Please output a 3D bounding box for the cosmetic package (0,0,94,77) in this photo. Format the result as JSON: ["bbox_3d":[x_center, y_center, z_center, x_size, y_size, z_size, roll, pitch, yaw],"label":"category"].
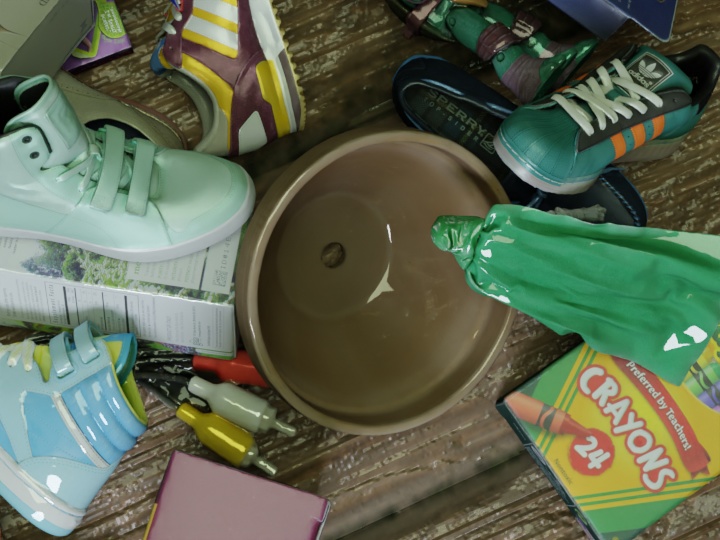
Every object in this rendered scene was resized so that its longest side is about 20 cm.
[{"bbox_3d":[-0.281,-0.190,1.345,0.199,0.073,0.104,29,63,10],"label":"cosmetic package"}]

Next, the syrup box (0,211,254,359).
[{"bbox_3d":[-0.173,-0.007,1.366,0.198,0.082,0.079,8,62,2],"label":"syrup box"}]

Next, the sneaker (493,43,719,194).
[{"bbox_3d":[0.164,-0.109,1.360,0.071,0.080,0.199,47,39,19],"label":"sneaker"}]

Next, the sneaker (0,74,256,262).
[{"bbox_3d":[-0.162,-0.067,1.286,0.199,0.118,0.074,2,59,-5],"label":"sneaker"}]

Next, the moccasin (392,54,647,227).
[{"bbox_3d":[0.100,-0.067,1.402,0.199,0.068,0.081,30,108,0],"label":"moccasin"}]

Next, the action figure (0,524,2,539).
[{"bbox_3d":[-0.268,0.225,1.343,0.193,0.105,0.200,43,80,11],"label":"action figure"}]

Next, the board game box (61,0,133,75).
[{"bbox_3d":[-0.245,-0.222,1.424,0.119,0.032,0.201,-21,87,-1],"label":"board game box"}]

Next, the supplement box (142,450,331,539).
[{"bbox_3d":[-0.088,0.189,1.307,0.103,0.200,0.132,19,83,-2],"label":"supplement box"}]

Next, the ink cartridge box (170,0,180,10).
[{"bbox_3d":[-0.199,-0.243,1.351,0.037,0.095,0.200,-45,79,-5],"label":"ink cartridge box"}]

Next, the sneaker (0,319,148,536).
[{"bbox_3d":[-0.220,0.059,1.349,0.200,0.080,0.131,44,95,-1],"label":"sneaker"}]

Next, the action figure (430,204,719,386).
[{"bbox_3d":[0.139,-0.001,1.341,0.199,0.055,0.119,15,117,-14],"label":"action figure"}]

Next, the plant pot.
[{"bbox_3d":[0.000,0.000,1.368,0.200,0.093,0.202,-7,105,-26],"label":"plant pot"}]

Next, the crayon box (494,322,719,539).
[{"bbox_3d":[0.208,0.082,1.412,0.199,0.051,0.127,-36,87,-7],"label":"crayon box"}]

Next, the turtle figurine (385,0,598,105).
[{"bbox_3d":[0.064,-0.197,1.409,0.200,0.101,0.150,43,43,6],"label":"turtle figurine"}]

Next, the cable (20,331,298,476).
[{"bbox_3d":[-0.133,0.064,1.392,0.199,0.050,0.098,18,80,-2],"label":"cable"}]

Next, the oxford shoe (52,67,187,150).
[{"bbox_3d":[-0.206,-0.101,1.374,0.199,0.074,0.071,15,100,-11],"label":"oxford shoe"}]

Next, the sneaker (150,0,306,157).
[{"bbox_3d":[-0.107,-0.175,1.404,0.090,0.075,0.201,-20,85,-11],"label":"sneaker"}]

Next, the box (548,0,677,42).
[{"bbox_3d":[0.128,-0.232,1.398,0.199,0.032,0.122,33,42,-13],"label":"box"}]
